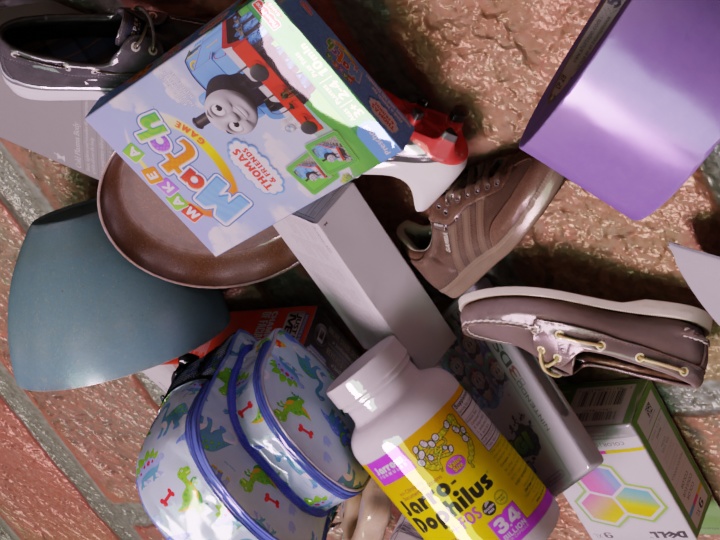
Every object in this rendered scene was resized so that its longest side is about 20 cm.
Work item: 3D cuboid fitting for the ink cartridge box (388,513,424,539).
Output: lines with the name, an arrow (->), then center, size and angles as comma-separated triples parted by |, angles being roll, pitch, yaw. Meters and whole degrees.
ink cartridge box -> 0.061, 0.280, 1.383 | 0.083, 0.200, 0.147 | 26, 141, 6

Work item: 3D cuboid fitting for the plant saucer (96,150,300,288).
plant saucer -> -0.115, -0.067, 1.205 | 0.200, 0.032, 0.200 | -4, 133, -5

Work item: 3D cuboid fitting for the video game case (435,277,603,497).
video game case -> 0.104, 0.129, 1.270 | 0.182, 0.024, 0.200 | 58, 143, 14

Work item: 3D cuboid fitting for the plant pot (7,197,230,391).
plant pot -> -0.230, 0.008, 1.311 | 0.200, 0.200, 0.135 | -5, 107, 36

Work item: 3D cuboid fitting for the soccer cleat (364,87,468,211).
soccer cleat -> -0.014, -0.117, 1.106 | 0.200, 0.069, 0.085 | 29, 123, 1

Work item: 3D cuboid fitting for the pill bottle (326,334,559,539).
pill bottle -> 0.063, 0.151, 1.187 | 0.200, 0.104, 0.104 | 50, 139, -3

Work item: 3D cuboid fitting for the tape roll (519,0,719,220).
tape roll -> 0.183, -0.135, 0.867 | 0.085, 0.200, 0.200 | 32, 141, -3

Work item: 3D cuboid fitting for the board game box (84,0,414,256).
board game box -> -0.084, -0.108, 1.077 | 0.200, 0.037, 0.151 | -27, 115, 36

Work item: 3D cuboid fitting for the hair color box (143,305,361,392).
hair color box -> -0.099, 0.093, 1.383 | 0.200, 0.064, 0.111 | -6, 140, 35

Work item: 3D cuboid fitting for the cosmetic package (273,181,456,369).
cosmetic package -> 0.000, 0.000, 1.202 | 0.083, 0.051, 0.200 | 25, 158, 46

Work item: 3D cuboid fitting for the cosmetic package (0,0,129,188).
cosmetic package -> -0.266, -0.162, 1.216 | 0.200, 0.090, 0.107 | 20, 142, 9

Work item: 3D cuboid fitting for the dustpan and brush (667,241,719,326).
dustpan and brush -> 0.323, 0.047, 1.082 | 0.140, 0.057, 0.200 | 21, 149, 52

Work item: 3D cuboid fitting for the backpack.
backpack -> -0.085, 0.155, 1.218 | 0.147, 0.200, 0.183 | -35, 104, 27

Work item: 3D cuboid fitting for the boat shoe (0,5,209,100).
boat shoe -> -0.180, -0.173, 1.118 | 0.200, 0.070, 0.066 | 1, 151, 3

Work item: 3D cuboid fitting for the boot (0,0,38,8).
boot -> -0.321, -0.252, 1.140 | 0.174, 0.200, 0.069 | 41, 159, 43

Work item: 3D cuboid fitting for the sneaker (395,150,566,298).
sneaker -> 0.089, -0.048, 1.122 | 0.076, 0.070, 0.200 | 37, 140, -2

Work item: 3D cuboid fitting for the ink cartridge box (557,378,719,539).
ink cartridge box -> 0.237, 0.186, 1.282 | 0.104, 0.059, 0.200 | -8, 127, 38

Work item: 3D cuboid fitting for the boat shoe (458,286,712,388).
boat shoe -> 0.172, 0.054, 1.151 | 0.200, 0.060, 0.072 | 6, 163, 13

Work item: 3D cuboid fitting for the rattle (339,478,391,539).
rattle -> -0.040, 0.232, 1.437 | 0.143, 0.130, 0.200 | -6, 158, -17
